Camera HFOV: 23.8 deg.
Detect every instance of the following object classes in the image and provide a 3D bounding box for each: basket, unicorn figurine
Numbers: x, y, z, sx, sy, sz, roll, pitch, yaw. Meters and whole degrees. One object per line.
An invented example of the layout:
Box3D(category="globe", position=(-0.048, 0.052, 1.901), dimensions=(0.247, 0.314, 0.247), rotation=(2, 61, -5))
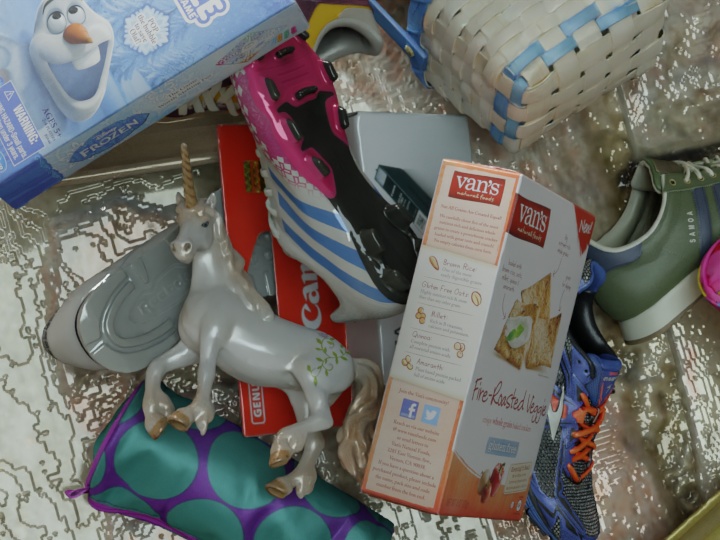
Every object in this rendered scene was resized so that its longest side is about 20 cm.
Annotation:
Box3D(category="basket", position=(0.089, -0.189, 1.111), dimensions=(0.176, 0.139, 0.201), rotation=(-31, 73, -12))
Box3D(category="unicorn figurine", position=(-0.069, 0.044, 1.015), dimensions=(0.199, 0.074, 0.138), rotation=(35, 58, -23))

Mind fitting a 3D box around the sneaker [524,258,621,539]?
Box3D(category="sneaker", position=(0.132, 0.081, 1.106), dimensions=(0.078, 0.075, 0.202), rotation=(-10, 87, 27))

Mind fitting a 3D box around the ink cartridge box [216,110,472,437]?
Box3D(category="ink cartridge box", position=(0.000, 0.000, 1.087), dimensions=(0.172, 0.043, 0.202), rotation=(-2, 84, -36))

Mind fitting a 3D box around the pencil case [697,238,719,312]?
Box3D(category="pencil case", position=(0.305, 0.045, 1.123), dimensions=(0.200, 0.088, 0.089), rotation=(45, 76, -30))

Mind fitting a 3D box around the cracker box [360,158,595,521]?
Box3D(category="cracker box", position=(0.074, 0.046, 1.029), dimensions=(0.057, 0.134, 0.202), rotation=(12, 87, 28))

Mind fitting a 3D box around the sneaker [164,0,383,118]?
Box3D(category="sneaker", position=(-0.078, -0.125, 1.046), dimensions=(0.199, 0.075, 0.090), rotation=(-34, 79, -16))

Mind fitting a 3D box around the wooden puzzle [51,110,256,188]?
Box3D(category="wooden puzzle", position=(-0.153, -0.156, 1.103), dimensions=(0.184, 0.046, 0.202), rotation=(-9, 82, -13))

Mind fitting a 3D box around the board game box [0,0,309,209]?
Box3D(category="board game box", position=(-0.162, -0.172, 0.977), dimensions=(0.198, 0.043, 0.201), rotation=(-31, 73, 1))

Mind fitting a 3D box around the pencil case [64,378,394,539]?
Box3D(category="pencil case", position=(-0.076, 0.151, 1.065), dimensions=(0.199, 0.085, 0.093), rotation=(33, 78, -6))

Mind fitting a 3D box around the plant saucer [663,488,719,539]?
Box3D(category="plant saucer", position=(0.279, 0.236, 1.149), dimensions=(0.200, 0.048, 0.200), rotation=(-38, 93, -13))

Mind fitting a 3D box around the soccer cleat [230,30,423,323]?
Box3D(category="soccer cleat", position=(-0.036, -0.055, 1.016), dimensions=(0.070, 0.086, 0.201), rotation=(-38, 101, -46))

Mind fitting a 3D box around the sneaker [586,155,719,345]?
Box3D(category="sneaker", position=(0.227, -0.048, 1.154), dimensions=(0.200, 0.067, 0.090), rotation=(-43, 100, -9))

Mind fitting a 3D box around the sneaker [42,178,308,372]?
Box3D(category="sneaker", position=(-0.112, 0.000, 1.082), dimensions=(0.199, 0.080, 0.077), rotation=(-28, 98, -33))
